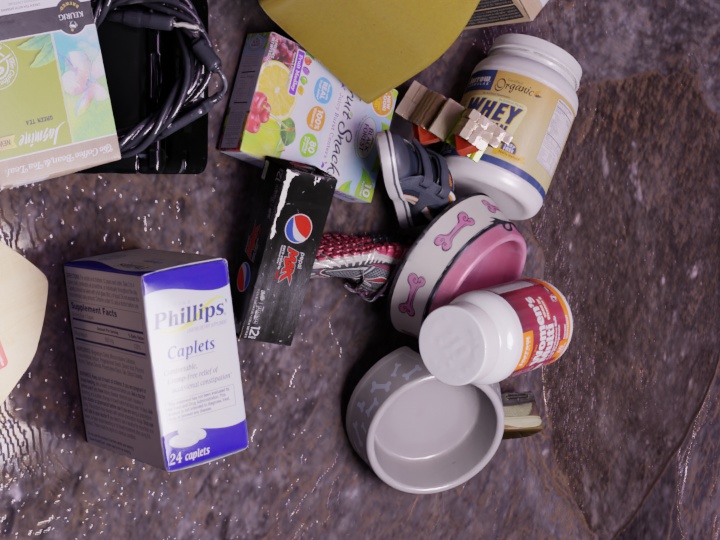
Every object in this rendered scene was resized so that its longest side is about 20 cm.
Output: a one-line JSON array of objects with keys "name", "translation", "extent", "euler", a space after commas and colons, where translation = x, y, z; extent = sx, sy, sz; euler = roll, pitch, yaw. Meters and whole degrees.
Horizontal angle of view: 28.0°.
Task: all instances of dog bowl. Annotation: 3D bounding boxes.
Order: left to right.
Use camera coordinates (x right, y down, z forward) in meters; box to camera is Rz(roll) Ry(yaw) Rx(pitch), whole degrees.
[{"name": "dog bowl", "translation": [0.085, 0.184, 1.754], "extent": [0.198, 0.059, 0.202], "euler": [-7, 121, -12]}, {"name": "dog bowl", "translation": [0.124, 0.009, 1.763], "extent": [0.200, 0.074, 0.201], "euler": [-40, 151, -27]}]

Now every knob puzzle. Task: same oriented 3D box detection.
[{"name": "knob puzzle", "translation": [-0.403, 0.048, 1.438], "extent": [0.218, 0.030, 0.222], "euler": [-3, 94, -38]}]

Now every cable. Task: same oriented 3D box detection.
[{"name": "cable", "translation": [-0.246, -0.203, 1.470], "extent": [0.199, 0.051, 0.164], "euler": [-29, 96, -3]}]

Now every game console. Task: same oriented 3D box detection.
[{"name": "game console", "translation": [-0.250, -0.205, 1.549], "extent": [0.176, 0.115, 0.202], "euler": [-10, 101, -68]}]

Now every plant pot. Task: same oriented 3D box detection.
[{"name": "plant pot", "translation": [0.038, -0.345, 1.621], "extent": [0.194, 0.199, 0.197], "euler": [38, 50, -34]}]

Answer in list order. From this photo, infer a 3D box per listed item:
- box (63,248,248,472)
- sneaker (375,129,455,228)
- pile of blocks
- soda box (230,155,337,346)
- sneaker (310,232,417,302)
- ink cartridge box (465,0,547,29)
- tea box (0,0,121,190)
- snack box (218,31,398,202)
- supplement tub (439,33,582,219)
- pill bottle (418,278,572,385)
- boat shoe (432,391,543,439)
[{"name": "box", "translation": [-0.212, 0.086, 1.494], "extent": [0.104, 0.183, 0.202], "euler": [-13, 101, -35]}, {"name": "sneaker", "translation": [0.067, -0.114, 1.707], "extent": [0.200, 0.079, 0.079], "euler": [61, 19, -69]}, {"name": "pile of blocks", "translation": [0.106, -0.167, 1.727], "extent": [0.082, 0.200, 0.062], "euler": [32, 93, -34]}, {"name": "soda box", "translation": [-0.092, -0.021, 1.623], "extent": [0.070, 0.063, 0.202], "euler": [10, 103, -30]}, {"name": "sneaker", "translation": [0.000, 0.000, 1.724], "extent": [0.198, 0.080, 0.075], "euler": [0, 107, -35]}, {"name": "ink cartridge box", "translation": [0.191, -0.393, 1.793], "extent": [0.200, 0.164, 0.075], "euler": [-52, 121, -23]}, {"name": "tea box", "translation": [-0.344, -0.184, 1.360], "extent": [0.133, 0.199, 0.199], "euler": [-20, 104, -36]}, {"name": "snack box", "translation": [-0.058, -0.176, 1.681], "extent": [0.199, 0.053, 0.144], "euler": [20, 82, -38]}, {"name": "supplement tub", "translation": [0.190, -0.181, 1.819], "extent": [0.144, 0.144, 0.202], "euler": [32, 74, -35]}, {"name": "pill bottle", "translation": [0.159, 0.073, 1.690], "extent": [0.199, 0.109, 0.111], "euler": [-11, 101, -54]}, {"name": "boat shoe", "translation": [0.144, 0.182, 1.863], "extent": [0.198, 0.073, 0.065], "euler": [7, 63, -31]}]
